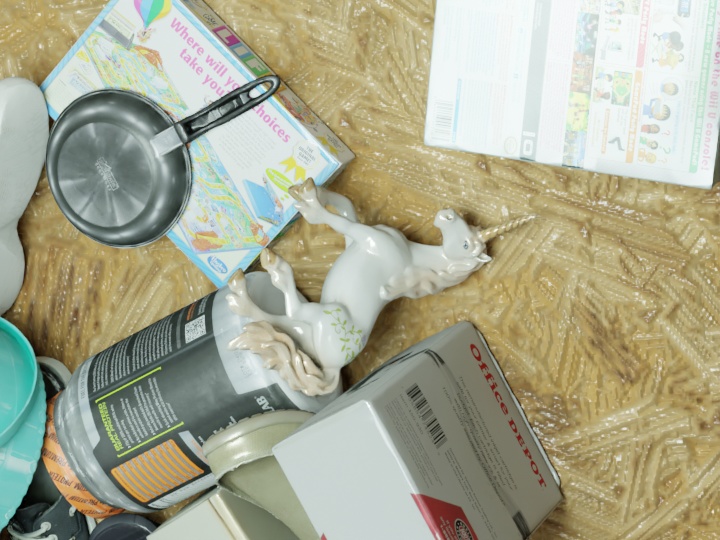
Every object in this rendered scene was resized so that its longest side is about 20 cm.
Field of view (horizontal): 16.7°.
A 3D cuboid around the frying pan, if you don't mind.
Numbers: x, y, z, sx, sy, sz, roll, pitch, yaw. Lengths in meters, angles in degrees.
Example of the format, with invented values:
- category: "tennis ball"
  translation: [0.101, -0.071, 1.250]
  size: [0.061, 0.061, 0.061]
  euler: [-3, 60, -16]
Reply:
- category: "frying pan"
  translation: [-0.140, -0.072, 1.714]
  size: [0.189, 0.031, 0.116]
  euler: [-2, 103, 23]

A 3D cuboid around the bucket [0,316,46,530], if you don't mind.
- category: "bucket"
  translation: [-0.327, 0.105, 1.726]
  size: [0.207, 0.135, 0.208]
  euler: [-20, 60, 37]

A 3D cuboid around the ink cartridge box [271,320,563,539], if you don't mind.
- category: "ink cartridge box"
  translation: [0.043, 0.136, 1.641]
  size: [0.083, 0.200, 0.147]
  euler: [-28, 92, 26]

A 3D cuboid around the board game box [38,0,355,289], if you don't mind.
- category: "board game box"
  translation: [-0.119, -0.102, 1.732]
  size: [0.200, 0.034, 0.134]
  euler: [46, 113, 5]

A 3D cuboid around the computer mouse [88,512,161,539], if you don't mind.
- category: "computer mouse"
  translation: [-0.149, 0.275, 1.828]
  size: [0.140, 0.046, 0.200]
  euler: [-35, 94, 27]

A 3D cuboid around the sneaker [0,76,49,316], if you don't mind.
- category: "sneaker"
  translation: [-0.284, -0.059, 1.768]
  size: [0.088, 0.075, 0.201]
  euler: [29, 124, 20]

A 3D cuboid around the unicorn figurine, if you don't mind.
- category: "unicorn figurine"
  translation: [0.000, 0.000, 1.664]
  size: [0.137, 0.074, 0.200]
  euler: [38, 82, -13]

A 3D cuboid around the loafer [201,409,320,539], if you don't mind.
- category: "loafer"
  translation: [-0.027, 0.151, 1.672]
  size: [0.076, 0.200, 0.069]
  euler: [-32, 54, 29]

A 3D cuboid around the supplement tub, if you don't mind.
- category: "supplement tub"
  translation: [-0.123, 0.093, 1.730]
  size: [0.199, 0.123, 0.123]
  euler: [-27, 93, 22]

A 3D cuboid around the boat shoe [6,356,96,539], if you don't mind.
- category: "boat shoe"
  translation: [-0.242, 0.167, 1.822]
  size: [0.075, 0.060, 0.201]
  euler: [-5, 100, 20]

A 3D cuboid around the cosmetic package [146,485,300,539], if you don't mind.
- category: "cosmetic package"
  translation: [-0.057, 0.244, 1.753]
  size: [0.073, 0.104, 0.200]
  euler: [-33, 91, 22]

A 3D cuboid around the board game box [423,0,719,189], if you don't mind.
- category: "board game box"
  translation: [0.150, -0.144, 1.612]
  size: [0.199, 0.064, 0.148]
  euler: [11, 107, 18]
